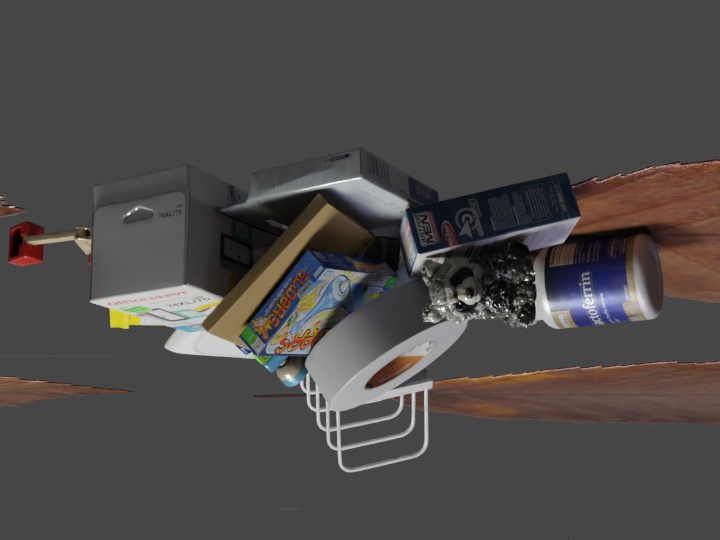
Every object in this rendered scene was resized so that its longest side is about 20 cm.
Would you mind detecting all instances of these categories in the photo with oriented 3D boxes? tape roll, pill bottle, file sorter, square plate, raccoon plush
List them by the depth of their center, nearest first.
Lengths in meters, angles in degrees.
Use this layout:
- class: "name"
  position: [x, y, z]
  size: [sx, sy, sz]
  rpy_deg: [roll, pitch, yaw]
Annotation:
- class: "raccoon plush"
  position: [0.132, 0.033, 1.583]
  size: [0.133, 0.098, 0.200]
  rpy_deg: [-6, 164, -3]
- class: "tape roll"
  position: [0.032, 0.090, 1.638]
  size: [0.199, 0.066, 0.201]
  rpy_deg: [-30, 163, -10]
- class: "pill bottle"
  position: [0.303, 0.018, 1.815]
  size: [0.198, 0.117, 0.116]
  rpy_deg: [-8, 163, 26]
- class: "file sorter"
  position: [0.000, 0.161, 1.832]
  size: [0.137, 0.126, 0.200]
  rpy_deg: [-11, -148, -15]
- class: "square plate"
  position: [-0.148, 0.072, 1.874]
  size: [0.197, 0.029, 0.200]
  rpy_deg: [7, 144, -31]

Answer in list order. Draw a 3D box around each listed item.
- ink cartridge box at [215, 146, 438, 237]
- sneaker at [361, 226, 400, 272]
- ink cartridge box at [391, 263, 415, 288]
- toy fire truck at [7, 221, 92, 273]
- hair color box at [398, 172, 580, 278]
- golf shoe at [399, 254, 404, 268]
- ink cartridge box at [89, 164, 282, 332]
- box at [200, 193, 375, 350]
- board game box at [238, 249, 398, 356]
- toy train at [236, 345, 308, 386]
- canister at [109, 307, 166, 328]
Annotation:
- class: "ink cartridge box"
  position: [-0.036, -0.083, 1.566]
  size: [0.198, 0.041, 0.199]
  rpy_deg: [-11, 163, 27]
- class: "sneaker"
  position: [0.000, 0.000, 1.788]
  size: [0.066, 0.091, 0.200]
  rpy_deg: [7, 163, -22]
- class: "ink cartridge box"
  position: [0.083, 0.013, 1.732]
  size: [0.200, 0.042, 0.119]
  rpy_deg: [-42, 161, -1]
- class: "toy fire truck"
  position: [-0.344, -0.035, 1.732]
  size: [0.199, 0.049, 0.141]
  rpy_deg: [-10, 161, 33]
- class: "hair color box"
  position: [0.149, -0.052, 1.570]
  size: [0.198, 0.061, 0.100]
  rpy_deg: [-13, 164, -8]
- class: "golf shoe"
  position: [0.066, -0.003, 1.862]
  size: [0.198, 0.079, 0.098]
  rpy_deg: [-7, 144, 12]
- class: "ink cartridge box"
  position: [-0.206, -0.021, 1.597]
  size: [0.146, 0.148, 0.200]
  rpy_deg: [-9, 163, 29]
- class: "box"
  position: [-0.080, 0.009, 1.547]
  size: [0.200, 0.021, 0.163]
  rpy_deg: [-46, 156, 5]
- class: "board game box"
  position: [-0.046, 0.042, 1.585]
  size: [0.136, 0.034, 0.200]
  rpy_deg: [-51, 158, 15]
- class: "toy train"
  position: [-0.065, 0.048, 1.708]
  size: [0.116, 0.200, 0.085]
  rpy_deg: [47, 174, -33]
- class: "canister"
  position: [-0.258, 0.031, 1.908]
  size: [0.198, 0.087, 0.149]
  rpy_deg: [1, 163, -10]
